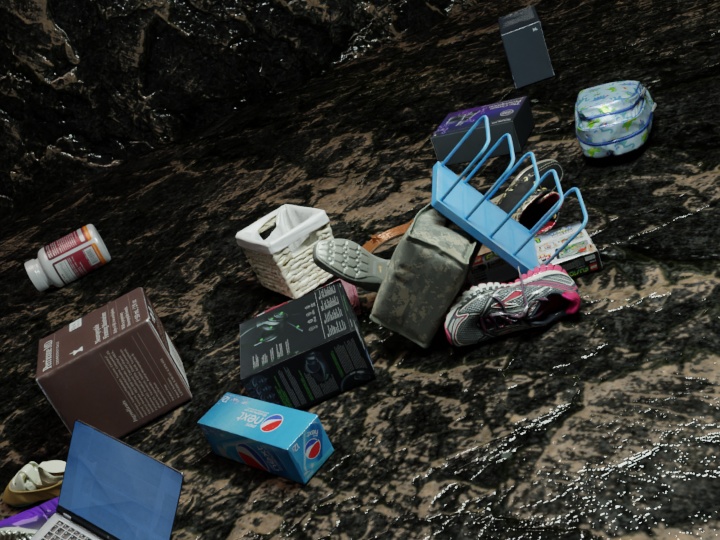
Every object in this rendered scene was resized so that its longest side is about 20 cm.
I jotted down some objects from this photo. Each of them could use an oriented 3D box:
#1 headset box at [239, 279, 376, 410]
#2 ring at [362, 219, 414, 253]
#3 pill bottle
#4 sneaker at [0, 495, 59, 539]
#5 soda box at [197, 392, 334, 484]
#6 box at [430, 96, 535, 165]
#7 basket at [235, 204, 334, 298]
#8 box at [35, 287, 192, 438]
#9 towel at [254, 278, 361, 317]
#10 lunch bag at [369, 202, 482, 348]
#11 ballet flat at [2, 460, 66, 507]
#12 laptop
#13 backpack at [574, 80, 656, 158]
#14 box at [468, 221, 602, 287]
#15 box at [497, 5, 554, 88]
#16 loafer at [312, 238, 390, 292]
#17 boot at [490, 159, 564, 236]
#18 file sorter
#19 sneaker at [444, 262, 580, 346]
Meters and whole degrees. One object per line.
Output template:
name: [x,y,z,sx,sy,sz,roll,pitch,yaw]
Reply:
headset box: [-0.093,0.125,1.216,0.197,0.094,0.175,-24,26,0]
ring: [0.073,-0.045,1.493,0.197,0.019,0.201,-19,27,10]
pill bottle: [-0.771,-0.029,2.068,0.198,0.114,0.113,-29,26,-12]
sneaker: [-0.424,0.351,1.101,0.197,0.071,0.100,-13,21,9]
soda box: [-0.134,0.228,1.085,0.198,0.065,0.068,3,36,44]
box: [0.277,-0.313,1.772,0.197,0.080,0.142,-7,32,31]
basket: [-0.136,-0.039,1.516,0.135,0.125,0.199,-32,21,-20]
box: [-0.414,0.165,1.327,0.198,0.166,0.166,-28,26,-10]
towel: [-0.098,0.075,1.402,0.197,0.023,0.144,-23,24,2]
lunch bag: [0.108,-0.010,1.196,0.116,0.166,0.201,26,32,3]
ballet flat: [-0.486,0.319,1.210,0.197,0.064,0.069,-11,27,25]
laptop: [-0.336,0.320,0.951,0.185,0.117,0.200,18,43,24]
backpack: [0.479,-0.290,1.502,0.161,0.155,0.202,-2,45,25]
box: [0.268,-0.010,1.238,0.197,0.035,0.111,-19,26,10]
box: [0.440,-0.598,2.097,0.105,0.150,0.201,-16,26,15]
loafer: [0.000,0.000,1.307,0.069,0.198,0.071,-23,53,52]
boot: [0.301,-0.121,1.354,0.198,0.074,0.150,-33,16,-11]
file sorter: [0.218,-0.112,1.160,0.123,0.199,0.139,-49,15,27]
sneaker: [0.212,0.054,1.111,0.197,0.081,0.075,-24,32,2]
